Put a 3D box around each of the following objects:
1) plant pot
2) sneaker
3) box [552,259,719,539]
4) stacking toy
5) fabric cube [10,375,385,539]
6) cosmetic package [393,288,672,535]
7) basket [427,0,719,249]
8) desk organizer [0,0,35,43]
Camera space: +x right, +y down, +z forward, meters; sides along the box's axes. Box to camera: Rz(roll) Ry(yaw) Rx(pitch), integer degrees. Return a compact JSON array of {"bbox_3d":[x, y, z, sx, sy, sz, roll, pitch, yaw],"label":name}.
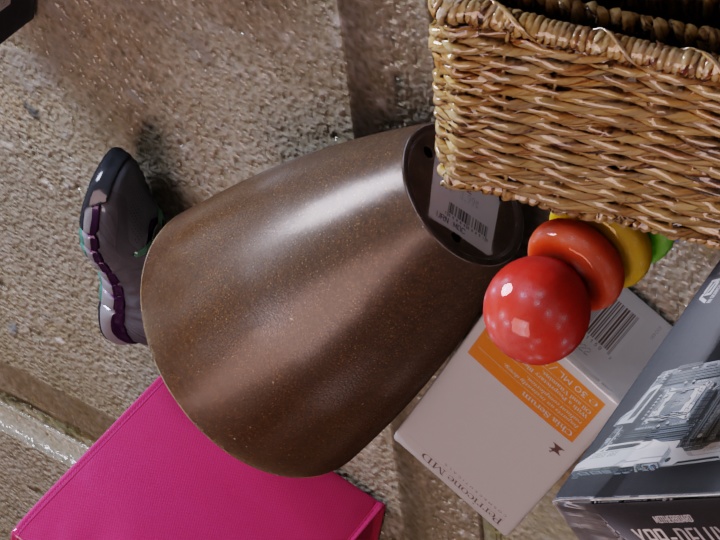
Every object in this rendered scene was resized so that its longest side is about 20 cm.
[{"bbox_3d":[0.000,0.000,1.494,0.187,0.187,0.200,49,132,-8],"label":"plant pot"},{"bbox_3d":[-0.138,-0.010,1.724,0.087,0.075,0.201,18,150,13],"label":"sneaker"},{"bbox_3d":[0.212,0.063,1.292,0.157,0.200,0.050,-9,125,51],"label":"box"},{"bbox_3d":[0.133,-0.026,1.275,0.085,0.200,0.086,28,146,21],"label":"stacking toy"},{"bbox_3d":[-0.123,0.233,1.847,0.199,0.196,0.201,31,144,15],"label":"fabric cube"},{"bbox_3d":[0.105,0.072,1.535,0.101,0.071,0.200,40,147,6],"label":"cosmetic package"},{"bbox_3d":[0.142,-0.114,1.203,0.198,0.144,0.149,14,149,13],"label":"basket"},{"bbox_3d":[-0.252,-0.228,1.592,0.077,0.072,0.201,38,146,14],"label":"desk organizer"}]
